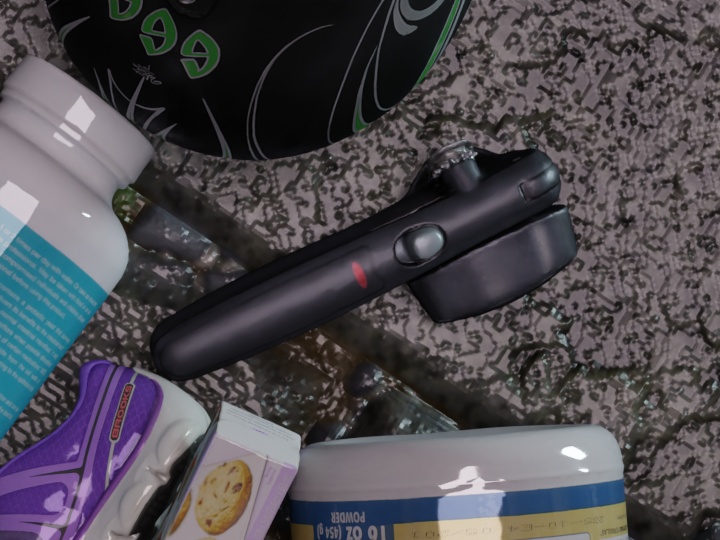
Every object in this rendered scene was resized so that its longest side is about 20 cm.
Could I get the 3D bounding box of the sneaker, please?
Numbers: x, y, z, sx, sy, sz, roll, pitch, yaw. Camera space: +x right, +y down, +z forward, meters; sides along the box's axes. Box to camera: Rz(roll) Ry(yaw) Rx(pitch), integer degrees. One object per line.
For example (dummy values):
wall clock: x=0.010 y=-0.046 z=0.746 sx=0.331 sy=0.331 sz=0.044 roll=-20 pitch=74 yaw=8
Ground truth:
sneaker: x=-0.143 y=0.129 z=1.230 sx=0.083 sy=0.081 sz=0.200 roll=32 pitch=82 yaw=18

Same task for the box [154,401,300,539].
box: x=-0.082 y=0.152 z=1.207 sx=0.041 sy=0.039 sz=0.201 roll=25 pitch=107 yaw=-6

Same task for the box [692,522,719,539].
box: x=0.174 y=0.223 z=1.215 sx=0.106 sy=0.122 sz=0.201 roll=9 pitch=68 yaw=-8

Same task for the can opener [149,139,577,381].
can opener: x=0.000 y=0.000 z=1.251 sx=0.199 sy=0.063 sz=0.079 roll=-22 pitch=91 yaw=-9

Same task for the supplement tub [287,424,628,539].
supplement tub: x=0.046 y=0.169 z=1.209 sx=0.144 sy=0.145 sz=0.201 roll=-4 pitch=88 yaw=-9

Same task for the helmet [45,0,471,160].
helmet: x=-0.040 y=-0.142 z=1.181 sx=0.199 sy=0.191 sz=0.201 roll=8 pitch=63 yaw=-15

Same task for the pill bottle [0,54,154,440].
pill bottle: x=-0.173 y=0.009 z=1.200 sx=0.111 sy=0.111 sz=0.200 roll=37 pitch=83 yaw=-5
